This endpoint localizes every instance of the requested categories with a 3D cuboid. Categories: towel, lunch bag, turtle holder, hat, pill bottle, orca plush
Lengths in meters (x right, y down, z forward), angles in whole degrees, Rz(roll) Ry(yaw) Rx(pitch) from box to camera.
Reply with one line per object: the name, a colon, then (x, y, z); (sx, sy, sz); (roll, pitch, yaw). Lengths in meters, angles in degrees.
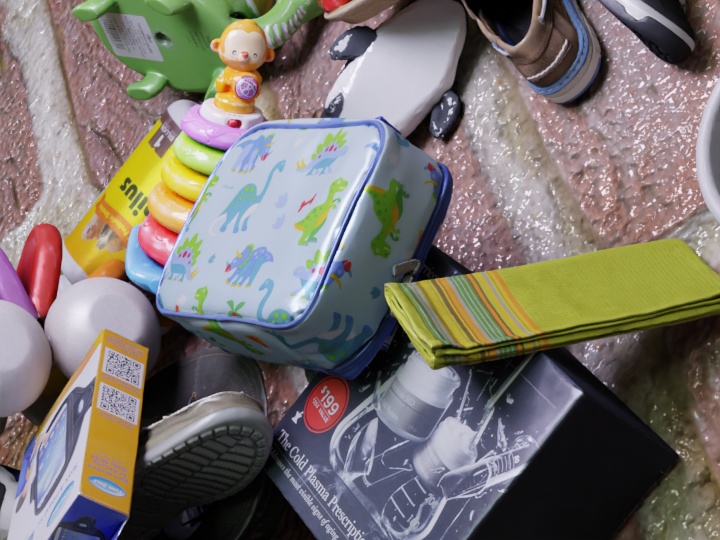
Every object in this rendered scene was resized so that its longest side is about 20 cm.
towel: (0.119, 0.014, 1.171); (0.086, 0.199, 0.018); (-124, 29, -53)
lunch bag: (-0.036, -0.020, 1.268); (0.200, 0.082, 0.161); (4, 66, 55)
turtle holder: (-0.131, -0.226, 1.608); (0.185, 0.141, 0.132); (-18, 36, 49)
hat: (-0.101, 0.149, 1.371); (0.200, 0.081, 0.201); (-28, 51, 41)
pill bottle: (-0.160, -0.026, 1.527); (0.200, 0.109, 0.109); (-51, 40, 8)
orca plush: (0.018, -0.111, 1.458); (0.105, 0.071, 0.201); (18, 88, 5)

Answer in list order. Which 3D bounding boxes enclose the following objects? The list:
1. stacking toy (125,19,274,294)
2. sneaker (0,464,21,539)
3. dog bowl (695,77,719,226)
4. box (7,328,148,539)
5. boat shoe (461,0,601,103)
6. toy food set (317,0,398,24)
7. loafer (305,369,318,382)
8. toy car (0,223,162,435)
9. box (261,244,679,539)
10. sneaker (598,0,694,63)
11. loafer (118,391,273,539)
stacking toy: (-0.095, -0.080, 1.394); (0.110, 0.115, 0.201); (-102, 23, -67)
sneaker: (-0.254, 0.169, 1.437); (0.199, 0.115, 0.081); (177, 107, -77)
dog bowl: (0.284, -0.080, 1.145); (0.200, 0.059, 0.201); (-25, 50, 34)
box: (-0.184, 0.140, 1.251); (0.119, 0.041, 0.200); (-54, 17, 26)
boat shoe: (0.108, -0.202, 1.393); (0.072, 0.072, 0.200); (-46, 39, 15)
toy food set: (0.047, -0.255, 1.438); (0.200, 0.049, 0.198); (-47, 14, -29)
loafer: (0.000, 0.000, 1.366); (0.075, 0.069, 0.201); (-24, 54, 43)
toy car: (-0.247, 0.040, 1.409); (0.175, 0.199, 0.151); (-40, 66, 59)
box: (0.059, 0.114, 1.214); (0.182, 0.104, 0.200); (-52, 40, 5)
sneaker: (0.187, -0.222, 1.327); (0.083, 0.072, 0.200); (-41, 42, 17)
loafer: (-0.130, 0.119, 1.288); (0.200, 0.075, 0.070); (-33, 46, 41)
